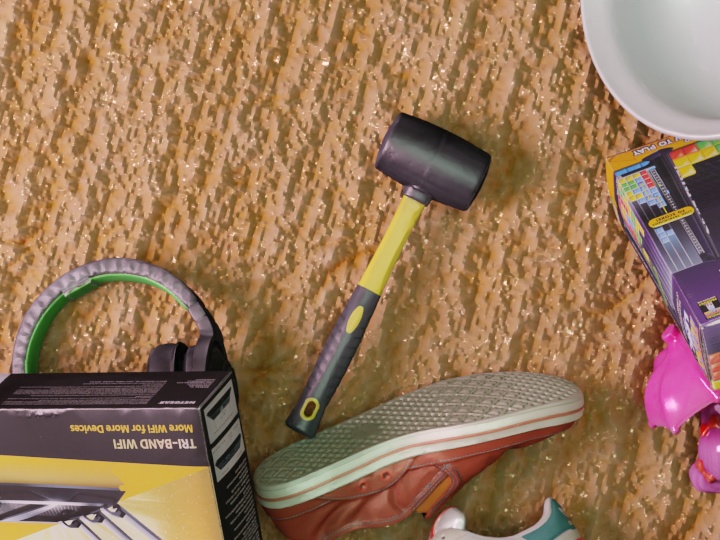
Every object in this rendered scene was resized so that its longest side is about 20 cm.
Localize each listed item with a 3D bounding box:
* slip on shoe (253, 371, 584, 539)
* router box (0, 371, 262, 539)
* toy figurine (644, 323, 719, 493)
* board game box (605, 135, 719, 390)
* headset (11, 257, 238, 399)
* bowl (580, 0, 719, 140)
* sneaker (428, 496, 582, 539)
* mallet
[{"bbox_3d":[0.038,0.111,1.369,0.200,0.074,0.061,-21,112,-3],"label":"slip on shoe"},{"bbox_3d":[-0.157,0.138,1.305,0.199,0.052,0.158,-2,111,21],"label":"router box"},{"bbox_3d":[0.258,0.090,1.361,0.184,0.150,0.200,6,113,12],"label":"toy figurine"},{"bbox_3d":[0.260,-0.032,1.331,0.200,0.165,0.057,-20,128,-3],"label":"board game box"},{"bbox_3d":[-0.122,0.091,1.370,0.123,0.094,0.200,-29,74,4],"label":"headset"},{"bbox_3d":[0.231,-0.168,1.348,0.201,0.090,0.202,-9,77,41],"label":"bowl"},{"bbox_3d":[0.042,0.193,1.368,0.199,0.070,0.094,-16,76,-2],"label":"sneaker"},{"bbox_3d":[0.000,0.000,1.376,0.066,0.041,0.200,34,86,1],"label":"mallet"}]
